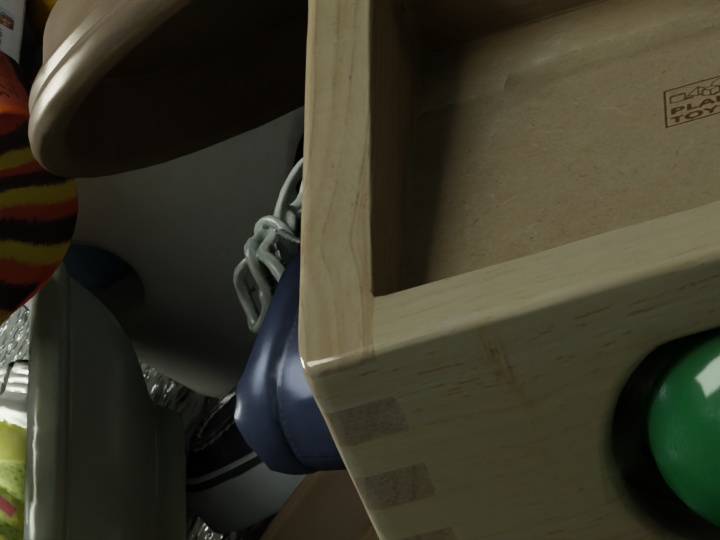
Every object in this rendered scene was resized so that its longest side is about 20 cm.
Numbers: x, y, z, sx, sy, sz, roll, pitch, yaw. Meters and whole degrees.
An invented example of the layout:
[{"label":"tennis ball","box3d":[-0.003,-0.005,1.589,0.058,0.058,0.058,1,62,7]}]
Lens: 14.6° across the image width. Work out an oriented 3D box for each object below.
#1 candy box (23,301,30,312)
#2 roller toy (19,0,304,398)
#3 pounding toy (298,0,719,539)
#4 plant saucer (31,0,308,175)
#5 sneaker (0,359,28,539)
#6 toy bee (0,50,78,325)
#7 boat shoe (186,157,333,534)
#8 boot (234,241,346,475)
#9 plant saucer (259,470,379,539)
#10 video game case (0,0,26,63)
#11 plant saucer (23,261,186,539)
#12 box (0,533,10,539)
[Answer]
[{"label":"candy box","box3d":[-0.084,-0.086,1.169,0.136,0.061,0.201,-17,46,59]},{"label":"roller toy","box3d":[-0.052,-0.064,0.963,0.200,0.139,0.183,-48,24,25]},{"label":"pounding toy","box3d":[0.071,0.020,0.573,0.183,0.143,0.201,-16,36,12]},{"label":"plant saucer","box3d":[-0.001,-0.086,0.727,0.199,0.030,0.200,-29,-8,-5]},{"label":"sneaker","box3d":[-0.151,0.085,1.071,0.200,0.078,0.091,-8,56,63]},{"label":"toy bee","box3d":[-0.152,0.024,0.828,0.199,0.109,0.132,-24,53,21]},{"label":"boat shoe","box3d":[0.000,0.001,0.844,0.199,0.068,0.074,-43,12,34]},{"label":"boot","box3d":[0.039,-0.028,0.747,0.090,0.073,0.200,-1,43,34]},{"label":"plant saucer","box3d":[0.005,0.113,0.756,0.200,0.029,0.201,-46,25,29]},{"label":"video game case","box3d":[-0.165,-0.020,0.962,0.200,0.024,0.182,-58,18,24]},{"label":"plant saucer","box3d":[-0.082,0.097,0.877,0.200,0.050,0.202,-177,90,-83]},{"label":"box","box3d":[-0.130,0.173,0.782,0.050,0.075,0.201,-167,71,-69]}]
